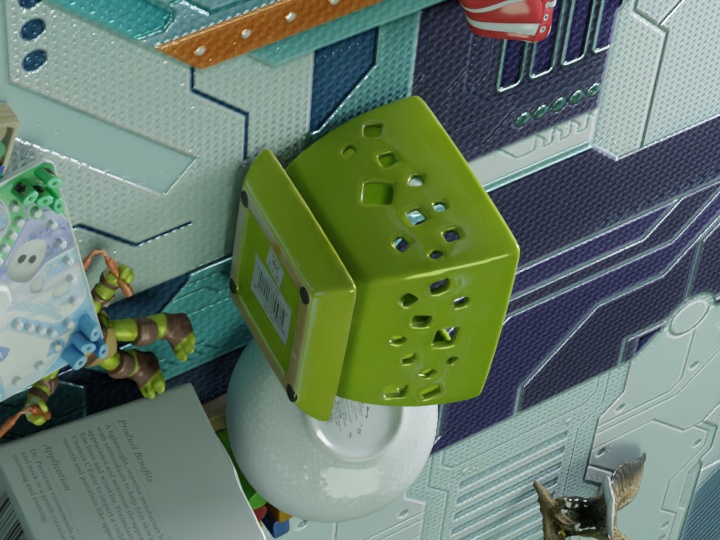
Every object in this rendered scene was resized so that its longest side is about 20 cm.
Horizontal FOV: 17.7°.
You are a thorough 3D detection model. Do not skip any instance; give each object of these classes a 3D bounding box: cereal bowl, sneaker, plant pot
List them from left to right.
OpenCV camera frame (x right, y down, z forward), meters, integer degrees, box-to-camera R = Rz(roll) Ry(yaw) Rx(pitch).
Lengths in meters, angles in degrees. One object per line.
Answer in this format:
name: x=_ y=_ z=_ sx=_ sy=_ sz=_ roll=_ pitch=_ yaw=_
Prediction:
cereal bowl: x=-0.017 y=0.127 z=2.076 sx=0.200 sy=0.200 sz=0.083 roll=-25 pitch=-176 yaw=-21
plant pot: x=0.000 y=0.000 z=1.953 sx=0.181 sy=0.200 sz=0.199 roll=-15 pitch=142 yaw=-24
sneaker: x=0.166 y=-0.262 z=1.903 sx=0.200 sy=0.071 sz=0.113 roll=-25 pitch=142 yaw=-8

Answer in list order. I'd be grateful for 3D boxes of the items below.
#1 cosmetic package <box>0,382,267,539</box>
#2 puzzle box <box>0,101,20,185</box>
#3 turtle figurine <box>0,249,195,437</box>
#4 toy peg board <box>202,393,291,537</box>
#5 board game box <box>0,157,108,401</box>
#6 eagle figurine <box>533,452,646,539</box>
cosmetic package: x=-0.220 y=0.225 z=1.998 sx=0.200 sy=0.165 sz=0.165 roll=-16 pitch=160 yaw=-31
puzzle box: x=-0.354 y=-0.055 z=1.680 sx=0.200 sy=0.025 sz=0.133 roll=-10 pitch=139 yaw=-37
turtle figurine: x=-0.227 y=0.067 z=1.920 sx=0.161 sy=0.064 sz=0.200 roll=13 pitch=113 yaw=-45
toy peg board: x=-0.064 y=0.191 z=2.196 sx=0.200 sy=0.098 sz=0.199 roll=-26 pitch=145 yaw=-19
board game box: x=-0.296 y=0.037 z=1.764 sx=0.200 sy=0.026 sz=0.200 roll=-30 pitch=136 yaw=-20
eagle figurine: x=0.282 y=0.290 z=2.664 sx=0.200 sy=0.151 sz=0.152 roll=9 pitch=115 yaw=-37
